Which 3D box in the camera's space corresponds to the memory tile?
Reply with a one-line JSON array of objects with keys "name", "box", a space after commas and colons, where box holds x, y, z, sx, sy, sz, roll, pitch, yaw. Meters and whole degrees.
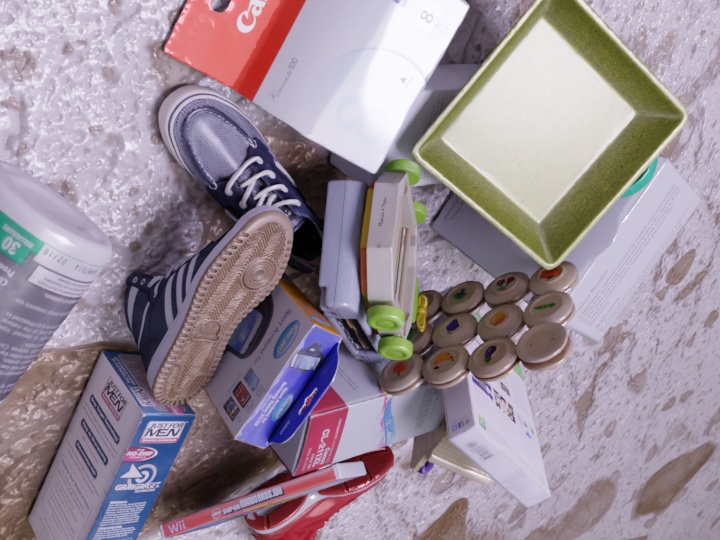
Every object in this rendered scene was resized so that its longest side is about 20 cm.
[{"name": "memory tile", "box": [0.115, 0.055, 0.852, 0.017, 0.199, 0.154, 58, 33, -28]}]

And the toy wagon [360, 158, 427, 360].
[{"name": "toy wagon", "box": [0.035, 0.002, 0.802, 0.200, 0.039, 0.156, 73, 23, -61]}]

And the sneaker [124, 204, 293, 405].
[{"name": "sneaker", "box": [-0.140, 0.007, 0.749, 0.070, 0.109, 0.201, 17, 114, -43]}]

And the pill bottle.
[{"name": "pill bottle", "box": [-0.284, 0.031, 0.629, 0.201, 0.113, 0.113, -53, 140, 3]}]

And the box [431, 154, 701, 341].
[{"name": "box", "box": [0.225, -0.063, 0.961, 0.130, 0.200, 0.200, 24, 103, -50]}]

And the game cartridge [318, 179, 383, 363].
[{"name": "game cartridge", "box": [0.000, 0.000, 0.817, 0.200, 0.041, 0.134, 63, 34, -68]}]

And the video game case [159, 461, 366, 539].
[{"name": "video game case", "box": [-0.100, 0.247, 0.939, 0.199, 0.018, 0.143, -20, 166, 6]}]

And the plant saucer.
[{"name": "plant saucer", "box": [0.174, -0.134, 0.813, 0.199, 0.048, 0.200, 36, 102, -24]}]

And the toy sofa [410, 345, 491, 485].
[{"name": "toy sofa", "box": [0.120, 0.157, 1.030, 0.082, 0.201, 0.098, 25, 125, -14]}]

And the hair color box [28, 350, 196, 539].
[{"name": "hair color box", "box": [-0.237, 0.187, 0.813, 0.060, 0.100, 0.201, 11, 113, -46]}]

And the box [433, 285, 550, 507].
[{"name": "box", "box": [0.134, 0.129, 0.913, 0.036, 0.201, 0.144, -30, 124, 23]}]

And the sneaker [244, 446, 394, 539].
[{"name": "sneaker", "box": [-0.049, 0.288, 1.095, 0.199, 0.079, 0.116, -20, 141, -14]}]

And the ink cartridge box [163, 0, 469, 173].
[{"name": "ink cartridge box", "box": [-0.032, -0.194, 0.695, 0.199, 0.047, 0.161, 25, 102, -28]}]

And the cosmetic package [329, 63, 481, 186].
[{"name": "cosmetic package", "box": [0.075, -0.146, 0.860, 0.199, 0.071, 0.102, -11, 126, -37]}]

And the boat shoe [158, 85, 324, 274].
[{"name": "boat shoe", "box": [-0.089, -0.075, 0.750, 0.075, 0.093, 0.200, -47, 140, -3]}]

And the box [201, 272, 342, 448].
[{"name": "box", "box": [-0.095, 0.062, 0.766, 0.041, 0.200, 0.119, 29, 99, -39]}]

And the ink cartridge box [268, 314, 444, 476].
[{"name": "ink cartridge box", "box": [-0.019, 0.119, 0.922, 0.199, 0.146, 0.083, -8, 126, -37]}]

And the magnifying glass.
[{"name": "magnifying glass", "box": [0.211, -0.130, 0.896, 0.022, 0.199, 0.080, 26, 89, -53]}]
